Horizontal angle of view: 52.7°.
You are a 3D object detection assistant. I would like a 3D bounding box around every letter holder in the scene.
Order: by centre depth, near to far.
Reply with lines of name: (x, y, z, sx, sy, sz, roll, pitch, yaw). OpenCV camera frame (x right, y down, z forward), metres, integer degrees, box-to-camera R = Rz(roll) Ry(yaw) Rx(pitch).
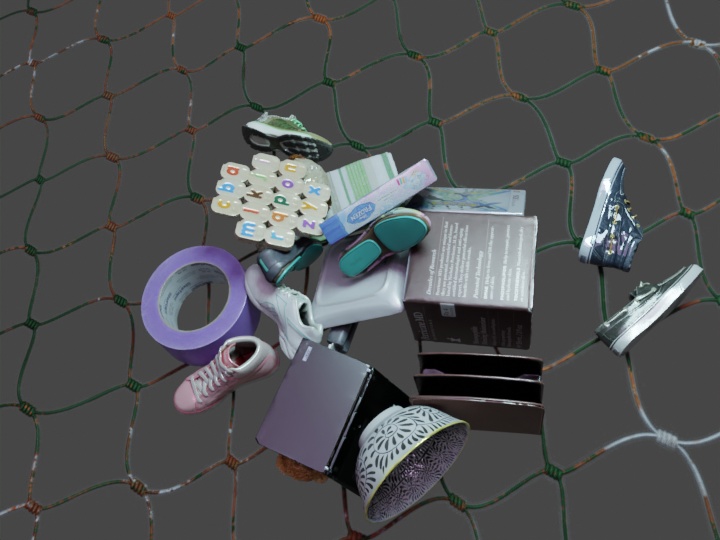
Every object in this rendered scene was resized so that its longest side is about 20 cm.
letter holder: (0.180, 0.178, 1.115, 0.197, 0.143, 0.102, 1, 63, 13)

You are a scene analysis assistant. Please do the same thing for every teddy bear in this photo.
teddy bear: (-0.066, 0.235, 1.153, 0.201, 0.145, 0.067, -57, 22, -17)

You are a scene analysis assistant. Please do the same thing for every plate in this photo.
plate: (0.000, 0.000, 1.247, 0.198, 0.032, 0.202, -13, 46, 30)

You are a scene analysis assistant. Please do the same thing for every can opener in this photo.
can opener: (-0.046, 0.115, 1.245, 0.066, 0.053, 0.202, 18, 68, 20)

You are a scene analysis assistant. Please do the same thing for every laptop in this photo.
laptop: (-0.033, 0.235, 1.135, 0.102, 0.200, 0.179, 3, 60, 45)

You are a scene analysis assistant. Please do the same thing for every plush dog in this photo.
plush dog: (-0.142, -0.147, 1.344, 0.170, 0.161, 0.202, -22, 60, -7)

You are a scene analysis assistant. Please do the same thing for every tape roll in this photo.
tape roll: (-0.284, 0.063, 1.305, 0.197, 0.085, 0.203, -5, 62, 10)

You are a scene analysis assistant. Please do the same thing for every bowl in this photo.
bowl: (0.057, 0.264, 1.067, 0.200, 0.201, 0.094, -41, 59, -10)

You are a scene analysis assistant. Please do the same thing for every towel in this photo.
towel: (-0.016, -0.135, 1.386, 0.197, 0.031, 0.151, -19, 59, 4)

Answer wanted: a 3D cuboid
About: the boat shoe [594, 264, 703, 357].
boat shoe: (0.462, 0.050, 1.163, 0.199, 0.071, 0.064, -40, 63, -8)

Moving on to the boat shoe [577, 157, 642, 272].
boat shoe: (0.444, -0.093, 1.245, 0.090, 0.071, 0.203, 17, 75, 18)

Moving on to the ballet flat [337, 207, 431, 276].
ballet flat: (0.040, -0.056, 1.162, 0.069, 0.199, 0.071, 46, 42, -12)

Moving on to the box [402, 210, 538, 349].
box: (0.184, 0.017, 1.183, 0.197, 0.166, 0.166, 3, 64, 14)

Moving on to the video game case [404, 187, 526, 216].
video game case: (0.186, -0.116, 1.265, 0.197, 0.182, 0.022, 3, 108, 13)

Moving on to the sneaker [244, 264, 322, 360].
sneaker: (-0.125, 0.057, 1.232, 0.201, 0.070, 0.081, 52, 125, 22)

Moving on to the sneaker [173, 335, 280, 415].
sneaker: (-0.240, 0.171, 1.229, 0.198, 0.105, 0.076, -26, 63, -1)

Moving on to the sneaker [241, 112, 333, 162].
sneaker: (-0.139, -0.281, 1.462, 0.197, 0.077, 0.089, 18, 59, 17)

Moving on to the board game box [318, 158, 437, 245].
board game box: (0.037, -0.118, 1.225, 0.198, 0.200, 0.044, -32, 93, 10)

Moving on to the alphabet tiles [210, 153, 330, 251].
alphabet tiles: (-0.150, -0.120, 1.240, 0.193, 0.015, 0.202, 12, 51, -8)

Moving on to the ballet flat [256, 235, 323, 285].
ballet flat: (-0.125, -0.032, 1.264, 0.072, 0.200, 0.074, 4, 105, 17)
